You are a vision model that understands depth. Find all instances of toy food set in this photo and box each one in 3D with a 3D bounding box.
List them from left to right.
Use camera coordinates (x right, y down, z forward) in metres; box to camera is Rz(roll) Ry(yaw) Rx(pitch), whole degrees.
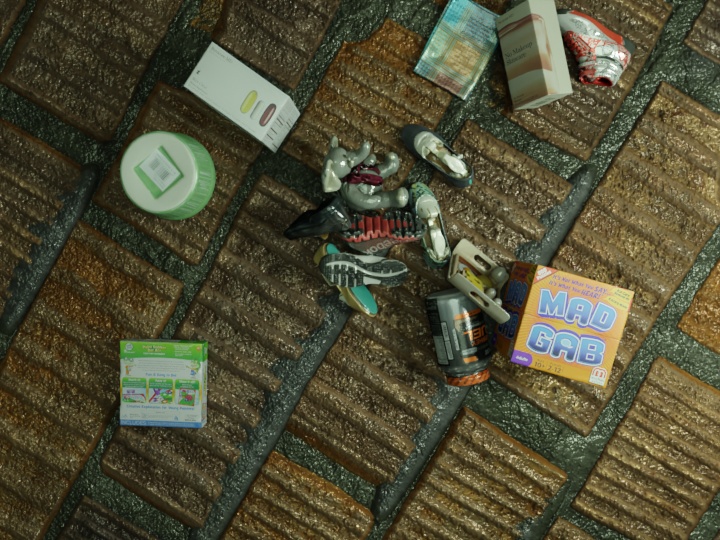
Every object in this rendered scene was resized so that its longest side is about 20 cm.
[{"bbox_3d":[0.263,0.015,1.230,0.143,0.200,0.061,39,116,-5],"label":"toy food set"}]

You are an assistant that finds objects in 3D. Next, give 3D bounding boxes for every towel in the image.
[{"bbox_3d":[0.225,-0.504,1.290,0.146,0.022,0.201,29,94,1],"label":"towel"}]

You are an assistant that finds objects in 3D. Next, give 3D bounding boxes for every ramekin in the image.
[{"bbox_3d":[-0.437,-0.216,1.290,0.197,0.098,0.203,0,93,2],"label":"ramekin"}]

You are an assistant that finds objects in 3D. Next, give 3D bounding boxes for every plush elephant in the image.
[{"bbox_3d":[-0.013,-0.215,1.238,0.198,0.166,0.155,-16,137,18],"label":"plush elephant"}]

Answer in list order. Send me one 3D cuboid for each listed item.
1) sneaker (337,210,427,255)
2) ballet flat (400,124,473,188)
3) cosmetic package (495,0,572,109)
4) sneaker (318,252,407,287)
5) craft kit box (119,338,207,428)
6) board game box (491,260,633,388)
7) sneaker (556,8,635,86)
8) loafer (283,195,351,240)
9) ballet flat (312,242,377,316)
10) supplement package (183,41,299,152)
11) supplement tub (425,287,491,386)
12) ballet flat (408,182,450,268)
[{"bbox_3d":[0.049,-0.080,1.282,0.198,0.098,0.072,-3,58,5],"label":"sneaker"},{"bbox_3d":[0.175,-0.262,1.281,0.200,0.073,0.073,40,94,0],"label":"ballet flat"},{"bbox_3d":[0.372,-0.462,1.235,0.087,0.103,0.202,-14,91,-33],"label":"cosmetic package"},{"bbox_3d":[0.000,0.000,1.274,0.198,0.080,0.075,8,97,-18],"label":"sneaker"},{"bbox_3d":[-0.461,0.262,1.344,0.197,0.049,0.200,2,95,2],"label":"craft kit box"},{"bbox_3d":[0.418,0.105,1.224,0.198,0.200,0.202,16,93,1],"label":"board game box"},{"bbox_3d":[0.491,-0.483,1.258,0.200,0.067,0.109,27,91,-2],"label":"sneaker"},{"bbox_3d":[-0.099,-0.094,1.257,0.072,0.199,0.073,50,55,-18],"label":"loafer"},{"bbox_3d":[-0.037,0.030,1.315,0.063,0.069,0.201,-35,89,31],"label":"ballet flat"},{"bbox_3d":[-0.251,-0.370,1.247,0.199,0.156,0.111,35,93,1],"label":"supplement package"},{"bbox_3d":[0.219,0.144,1.272,0.121,0.123,0.202,-13,93,3],"label":"supplement tub"},{"bbox_3d":[0.161,-0.104,1.288,0.073,0.074,0.202,-17,93,3],"label":"ballet flat"}]
